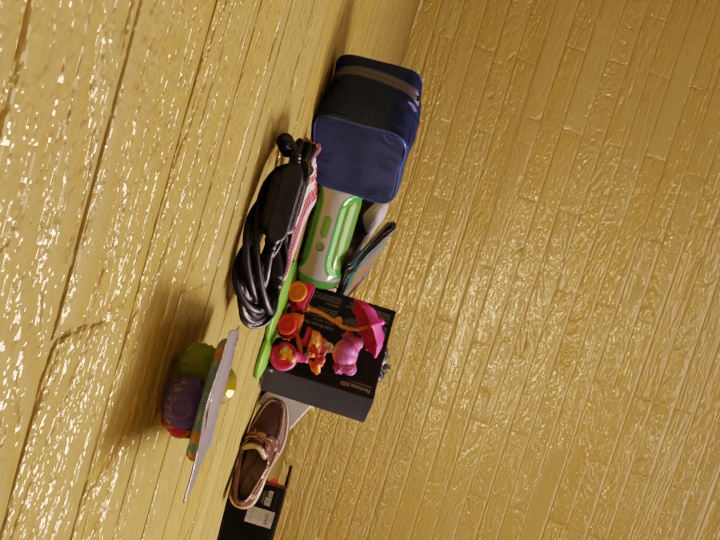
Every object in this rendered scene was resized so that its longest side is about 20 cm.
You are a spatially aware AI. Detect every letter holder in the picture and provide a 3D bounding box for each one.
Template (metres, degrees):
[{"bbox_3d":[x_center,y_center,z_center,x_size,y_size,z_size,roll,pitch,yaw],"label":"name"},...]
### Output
[{"bbox_3d":[-0.198,0.441,1.366,0.142,0.100,0.202,-77,-177,-69],"label":"letter holder"}]

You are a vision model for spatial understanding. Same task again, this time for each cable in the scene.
[{"bbox_3d":[-0.091,-0.039,0.737,0.163,0.050,0.202,-128,-128,-85],"label":"cable"}]

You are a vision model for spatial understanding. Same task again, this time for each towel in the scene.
[{"bbox_3d":[-0.087,-0.073,0.973,0.200,0.023,0.145,106,2,-73],"label":"towel"},{"bbox_3d":[0.000,0.000,1.363,0.147,0.022,0.200,-48,171,-31],"label":"towel"}]

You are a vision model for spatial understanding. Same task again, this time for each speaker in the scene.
[{"bbox_3d":[-0.052,-0.072,1.265,0.089,0.088,0.202,-71,178,-74],"label":"speaker"}]

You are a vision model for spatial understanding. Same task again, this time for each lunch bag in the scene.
[{"bbox_3d":[0.011,-0.200,1.012,0.200,0.135,0.133,107,1,-65],"label":"lunch bag"}]

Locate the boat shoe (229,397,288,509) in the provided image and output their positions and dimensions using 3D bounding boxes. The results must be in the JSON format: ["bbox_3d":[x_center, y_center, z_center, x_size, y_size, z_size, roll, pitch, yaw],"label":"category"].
[{"bbox_3d":[-0.177,0.315,1.249,0.072,0.072,0.201,106,6,-67],"label":"boat shoe"}]

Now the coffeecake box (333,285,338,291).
[{"bbox_3d":[-0.088,0.096,1.692,0.154,0.072,0.202,-110,-146,-67],"label":"coffeecake box"}]

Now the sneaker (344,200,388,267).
[{"bbox_3d":[-0.042,-0.086,1.413,0.200,0.114,0.075,-51,170,11],"label":"sneaker"}]

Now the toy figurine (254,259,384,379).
[{"bbox_3d":[-0.055,0.105,1.149,0.150,0.182,0.202,105,3,-74],"label":"toy figurine"}]

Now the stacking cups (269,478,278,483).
[{"bbox_3d":[-0.315,0.805,2.522,0.201,0.060,0.061,105,2,-49],"label":"stacking cups"}]

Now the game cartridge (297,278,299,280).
[{"bbox_3d":[-0.127,0.084,1.455,0.176,0.032,0.202,-71,180,-80],"label":"game cartridge"}]

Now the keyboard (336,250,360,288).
[{"bbox_3d":[-0.066,-0.008,1.524,0.200,0.039,0.105,-11,-110,61],"label":"keyboard"}]

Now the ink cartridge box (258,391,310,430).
[{"bbox_3d":[-0.116,0.224,1.415,0.145,0.087,0.200,-48,176,-4],"label":"ink cartridge box"}]

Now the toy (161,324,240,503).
[{"bbox_3d":[-0.129,0.097,0.563,0.200,0.047,0.116,136,-33,-84],"label":"toy"}]

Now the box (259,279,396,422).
[{"bbox_3d":[-0.057,0.143,1.269,0.104,0.198,0.183,107,0,-55],"label":"box"}]

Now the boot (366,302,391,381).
[{"bbox_3d":[-0.022,0.145,1.505,0.073,0.197,0.164,-22,113,-42],"label":"boot"}]
